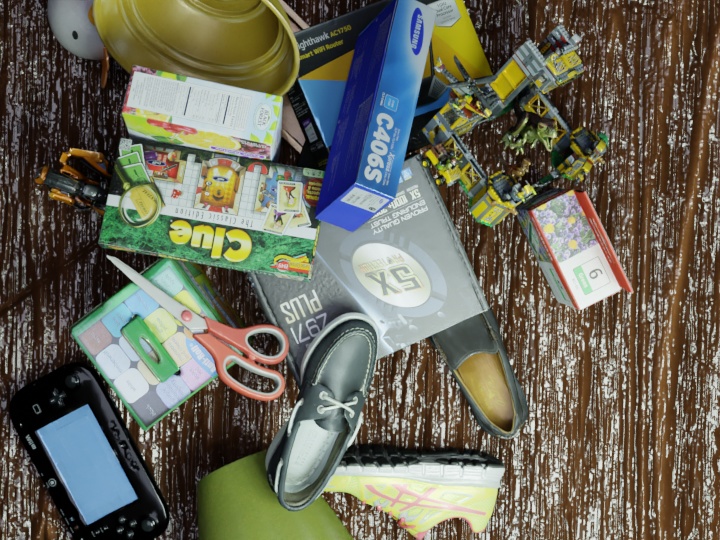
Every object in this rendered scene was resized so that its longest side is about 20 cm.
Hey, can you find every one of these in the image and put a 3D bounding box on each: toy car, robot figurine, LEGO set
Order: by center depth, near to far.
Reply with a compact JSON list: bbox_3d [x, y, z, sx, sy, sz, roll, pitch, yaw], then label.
[{"bbox_3d":[0.161,-0.143,1.480,0.199,0.116,0.154,-19,73,-38],"label":"LEGO set"},{"bbox_3d":[-0.261,-0.275,1.526,0.183,0.177,0.201,-15,106,-12],"label":"toy car"},{"bbox_3d":[-0.221,-0.070,1.548,0.199,0.145,0.059,21,87,-11],"label":"robot figurine"}]

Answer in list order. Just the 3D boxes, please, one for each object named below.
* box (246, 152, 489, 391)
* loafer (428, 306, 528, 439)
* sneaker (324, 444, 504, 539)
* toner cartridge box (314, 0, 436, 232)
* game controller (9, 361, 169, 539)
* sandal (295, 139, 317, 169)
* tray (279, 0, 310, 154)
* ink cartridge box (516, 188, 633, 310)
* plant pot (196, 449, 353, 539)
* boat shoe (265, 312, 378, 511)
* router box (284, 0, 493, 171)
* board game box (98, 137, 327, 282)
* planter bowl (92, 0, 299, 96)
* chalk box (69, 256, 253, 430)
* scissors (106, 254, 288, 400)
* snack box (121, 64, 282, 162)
[{"bbox_3d":[0.000,0.000,1.522,0.199,0.086,0.165,-23,95,1],"label":"box"},{"bbox_3d":[0.114,0.078,1.591,0.073,0.072,0.201,-31,93,2],"label":"loafer"},{"bbox_3d":[0.045,0.229,1.598,0.198,0.078,0.091,4,99,0],"label":"sneaker"},{"bbox_3d":[0.014,-0.144,1.442,0.043,0.095,0.201,21,66,-19],"label":"toner cartridge box"},{"bbox_3d":[-0.276,0.196,1.606,0.104,0.042,0.201,-28,93,1],"label":"game controller"},{"bbox_3d":[-0.055,-0.049,1.577,0.075,0.045,0.201,16,108,-11],"label":"sandal"},{"bbox_3d":[-0.093,-0.217,1.589,0.200,0.037,0.099,44,91,-4],"label":"tray"},{"bbox_3d":[0.203,-0.021,1.522,0.050,0.200,0.109,-26,93,0],"label":"ink cartridge box"},{"bbox_3d":[-0.085,0.287,1.561,0.186,0.187,0.201,-24,77,0],"label":"plant pot"},{"bbox_3d":[-0.030,0.135,1.470,0.075,0.060,0.201,12,115,-18],"label":"boat shoe"},{"bbox_3d":[0.028,-0.187,1.551,0.199,0.051,0.150,-25,93,-22],"label":"router box"},{"bbox_3d":[-0.136,-0.056,1.461,0.199,0.023,0.106,9,82,2],"label":"board game box"},{"bbox_3d":[-0.143,-0.246,1.473,0.199,0.201,0.084,17,57,-2],"label":"planter bowl"},{"bbox_3d":[-0.190,0.064,1.520,0.124,0.200,0.125,-36,94,1],"label":"chalk box"},{"bbox_3d":[-0.153,0.055,1.443,0.199,0.014,0.074,26,69,-17],"label":"scissors"},{"bbox_3d":[-0.147,-0.132,1.508,0.141,0.200,0.053,13,80,-2],"label":"snack box"}]
